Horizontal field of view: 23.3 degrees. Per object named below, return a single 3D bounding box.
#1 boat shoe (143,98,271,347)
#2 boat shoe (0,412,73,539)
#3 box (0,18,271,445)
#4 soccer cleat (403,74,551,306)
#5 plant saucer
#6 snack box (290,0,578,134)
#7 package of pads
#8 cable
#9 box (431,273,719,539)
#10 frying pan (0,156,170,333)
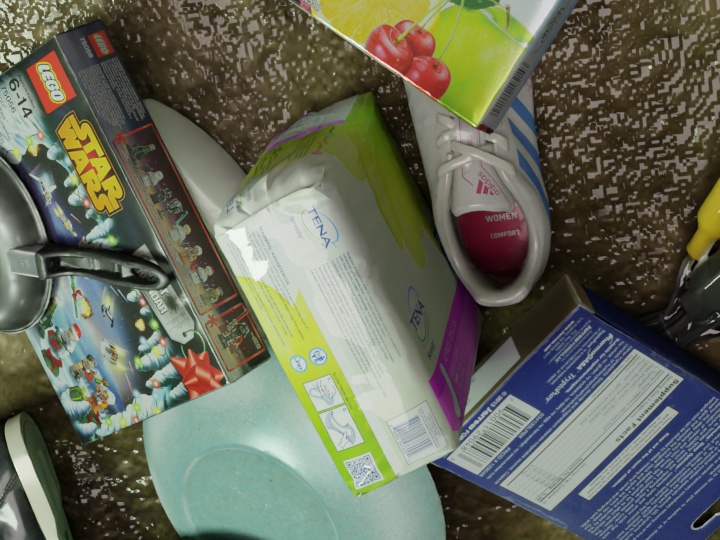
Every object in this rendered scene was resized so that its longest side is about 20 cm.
[{"bbox_3d":[-0.073,-0.003,0.974,0.068,0.072,0.200,-36,109,18],"label":"boat shoe"},{"bbox_3d":[-0.198,0.189,1.045,0.067,0.072,0.202,-18,98,-3],"label":"boat shoe"},{"bbox_3d":[-0.146,-0.016,0.945,0.136,0.040,0.202,-24,94,42],"label":"box"},{"bbox_3d":[0.061,-0.076,0.914,0.069,0.086,0.202,-13,106,12],"label":"soccer cleat"},{"bbox_3d":[-0.049,0.133,0.987,0.199,0.039,0.203,16,127,23],"label":"plant saucer"},{"bbox_3d":[0.059,-0.190,0.859,0.142,0.053,0.201,35,98,10],"label":"snack box"},{"bbox_3d":[0.000,0.000,0.888,0.068,0.200,0.156,-24,104,14],"label":"package of pads"},{"bbox_3d":[0.186,0.017,0.964,0.097,0.051,0.200,34,123,-22],"label":"cable"},{"bbox_3d":[0.140,0.092,0.958,0.199,0.033,0.121,30,112,-33],"label":"box"},{"bbox_3d":[-0.185,0.003,0.942,0.189,0.031,0.116,35,130,25],"label":"frying pan"}]
